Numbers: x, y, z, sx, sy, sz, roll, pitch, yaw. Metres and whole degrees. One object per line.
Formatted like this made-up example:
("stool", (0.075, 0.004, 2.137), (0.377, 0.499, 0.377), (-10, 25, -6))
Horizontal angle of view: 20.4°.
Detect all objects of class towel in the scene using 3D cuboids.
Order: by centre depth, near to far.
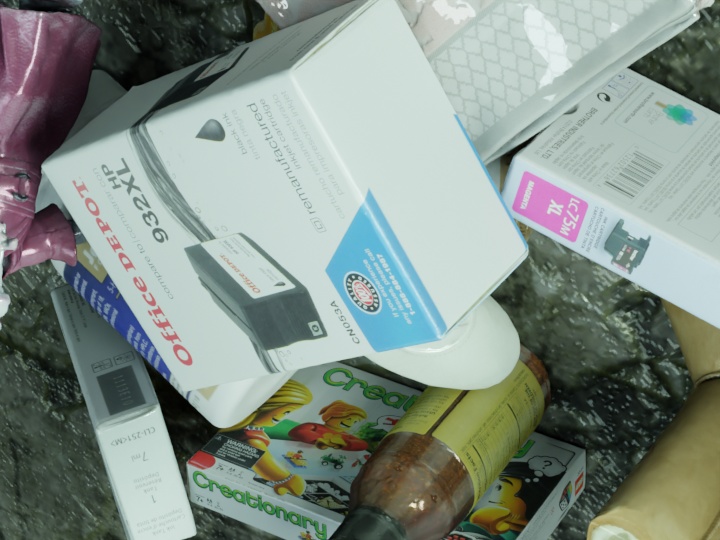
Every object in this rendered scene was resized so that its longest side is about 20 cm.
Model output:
("towel", (0.036, -0.147, 0.919), (0.191, 0.032, 0.200), (50, 131, -5))

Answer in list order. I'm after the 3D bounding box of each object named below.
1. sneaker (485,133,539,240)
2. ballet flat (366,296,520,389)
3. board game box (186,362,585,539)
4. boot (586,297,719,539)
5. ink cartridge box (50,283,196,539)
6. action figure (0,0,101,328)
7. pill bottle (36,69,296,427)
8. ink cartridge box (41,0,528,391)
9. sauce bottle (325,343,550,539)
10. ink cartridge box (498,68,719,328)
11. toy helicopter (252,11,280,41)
("sneaker", (0.041, -0.104, 1.027), (0.108, 0.070, 0.201), (19, 132, 22))
("ballet flat", (0.000, 0.000, 1.083), (0.199, 0.070, 0.070), (33, 134, 1))
("board game box", (0.015, 0.120, 1.169), (0.199, 0.126, 0.035), (18, 129, 25))
("boot", (0.162, 0.074, 0.979), (0.066, 0.200, 0.176), (-28, 101, 43))
("ink cartridge box", (-0.140, 0.119, 1.255), (0.200, 0.043, 0.174), (-124, 18, -62))
("action figure", (-0.201, -0.054, 1.066), (0.148, 0.134, 0.201), (11, 83, 25))
("pill bottle", (-0.110, -0.017, 1.168), (0.200, 0.120, 0.120), (43, 135, 8))
("ink cartridge box", (-0.041, -0.032, 0.975), (0.199, 0.084, 0.146), (-14, 113, 47))
("sauce bottle", (0.036, 0.110, 1.096), (0.066, 0.200, 0.066), (20, 130, 26))
("ink cartridge box", (0.178, -0.022, 0.958), (0.199, 0.119, 0.042), (27, 129, 17))
("toy helicopter", (-0.026, -0.152, 1.040), (0.133, 0.079, 0.200), (57, 157, 24))
